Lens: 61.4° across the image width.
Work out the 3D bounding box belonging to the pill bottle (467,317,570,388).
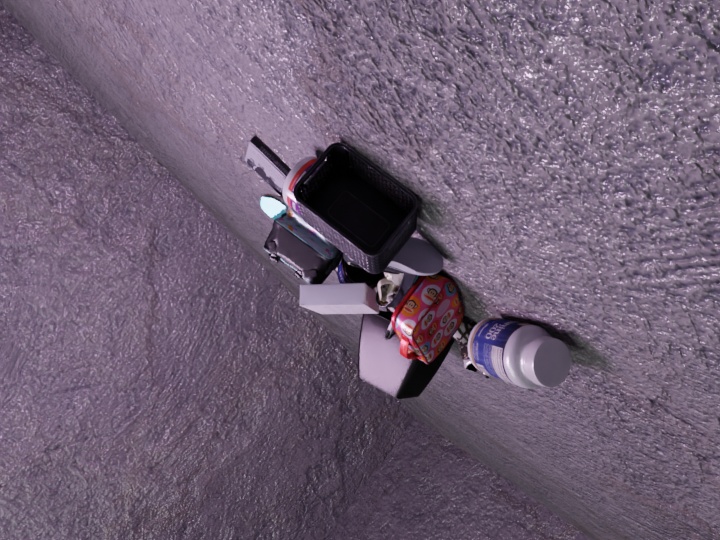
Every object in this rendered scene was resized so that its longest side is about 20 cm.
[{"bbox_3d":[0.291,0.153,1.120,0.111,0.112,0.199,44,168,-17],"label":"pill bottle"}]

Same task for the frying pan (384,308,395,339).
[{"bbox_3d":[0.112,0.093,1.454,0.113,0.031,0.195,17,120,34],"label":"frying pan"}]

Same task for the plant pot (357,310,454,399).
[{"bbox_3d":[0.102,0.225,1.595,0.196,0.181,0.199,22,-177,31],"label":"plant pot"}]

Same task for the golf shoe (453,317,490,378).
[{"bbox_3d":[0.246,0.171,1.374,0.078,0.095,0.199,47,168,-35],"label":"golf shoe"}]

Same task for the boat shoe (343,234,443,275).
[{"bbox_3d":[0.061,-0.027,1.155,0.195,0.070,0.057,10,158,-15],"label":"boat shoe"}]

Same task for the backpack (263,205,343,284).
[{"bbox_3d":[-0.112,-0.081,1.426,0.173,0.156,0.200,31,-162,5],"label":"backpack"}]

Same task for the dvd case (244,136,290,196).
[{"bbox_3d":[-0.228,-0.255,1.536,0.150,0.025,0.200,44,167,-9],"label":"dvd case"}]

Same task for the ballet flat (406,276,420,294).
[{"bbox_3d":[0.088,0.040,1.376,0.067,0.057,0.200,48,150,6],"label":"ballet flat"}]

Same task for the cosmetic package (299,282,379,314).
[{"bbox_3d":[-0.044,0.068,1.399,0.147,0.053,0.200,-4,170,10],"label":"cosmetic package"}]

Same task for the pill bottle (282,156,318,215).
[{"bbox_3d":[-0.054,-0.131,1.210,0.199,0.113,0.113,37,168,17],"label":"pill bottle"}]

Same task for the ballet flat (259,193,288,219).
[{"bbox_3d":[-0.177,-0.148,1.608,0.197,0.064,0.077,31,123,15],"label":"ballet flat"}]

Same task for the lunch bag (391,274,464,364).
[{"bbox_3d":[0.141,0.113,1.297,0.081,0.177,0.201,29,163,31],"label":"lunch bag"}]

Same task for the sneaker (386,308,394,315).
[{"bbox_3d":[0.091,0.074,1.553,0.079,0.079,0.200,19,158,45],"label":"sneaker"}]

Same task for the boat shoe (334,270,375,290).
[{"bbox_3d":[-0.020,0.025,1.755,0.201,0.074,0.062,53,169,-24],"label":"boat shoe"}]

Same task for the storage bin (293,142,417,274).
[{"bbox_3d":[-0.007,-0.110,1.075,0.199,0.136,0.094,37,168,16],"label":"storage bin"}]

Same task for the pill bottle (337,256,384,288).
[{"bbox_3d":[0.000,0.000,1.500,0.111,0.112,0.200,40,168,0],"label":"pill bottle"}]

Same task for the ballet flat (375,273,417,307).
[{"bbox_3d":[0.074,0.016,1.254,0.073,0.073,0.201,38,144,11],"label":"ballet flat"}]
